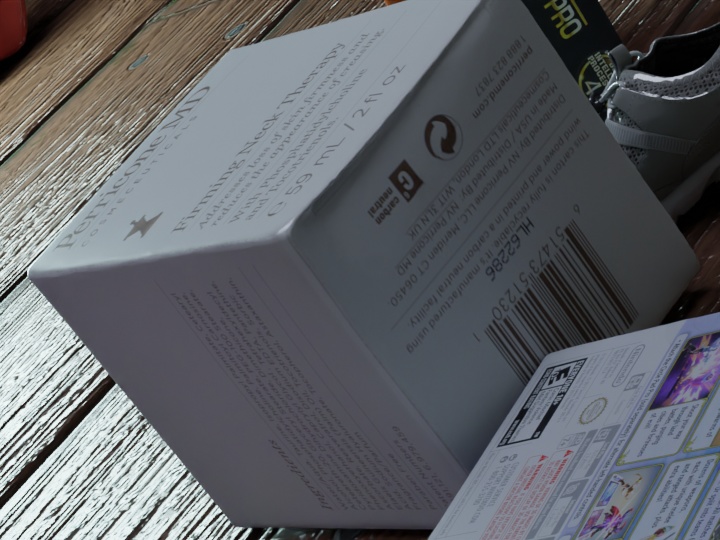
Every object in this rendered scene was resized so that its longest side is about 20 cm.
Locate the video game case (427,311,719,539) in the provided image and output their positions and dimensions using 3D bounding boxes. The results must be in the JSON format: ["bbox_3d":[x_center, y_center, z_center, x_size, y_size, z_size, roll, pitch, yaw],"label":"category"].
[{"bbox_3d":[0.105,0.090,0.861,0.181,0.045,0.200,-17,26,43],"label":"video game case"}]

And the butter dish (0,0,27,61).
[{"bbox_3d":[-0.382,-0.269,2.322,0.148,0.200,0.199,-18,10,-29],"label":"butter dish"}]

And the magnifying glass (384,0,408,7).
[{"bbox_3d":[0.053,-0.080,1.120,0.080,0.200,0.022,-29,52,6],"label":"magnifying glass"}]

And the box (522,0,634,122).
[{"bbox_3d":[0.068,-0.162,1.331,0.049,0.161,0.200,-37,19,-7],"label":"box"}]

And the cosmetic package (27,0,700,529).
[{"bbox_3d":[0.000,0.000,1.052,0.200,0.166,0.167,-8,36,52],"label":"cosmetic package"}]

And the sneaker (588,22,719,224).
[{"bbox_3d":[0.133,-0.069,1.114,0.200,0.082,0.075,-35,17,27],"label":"sneaker"}]
